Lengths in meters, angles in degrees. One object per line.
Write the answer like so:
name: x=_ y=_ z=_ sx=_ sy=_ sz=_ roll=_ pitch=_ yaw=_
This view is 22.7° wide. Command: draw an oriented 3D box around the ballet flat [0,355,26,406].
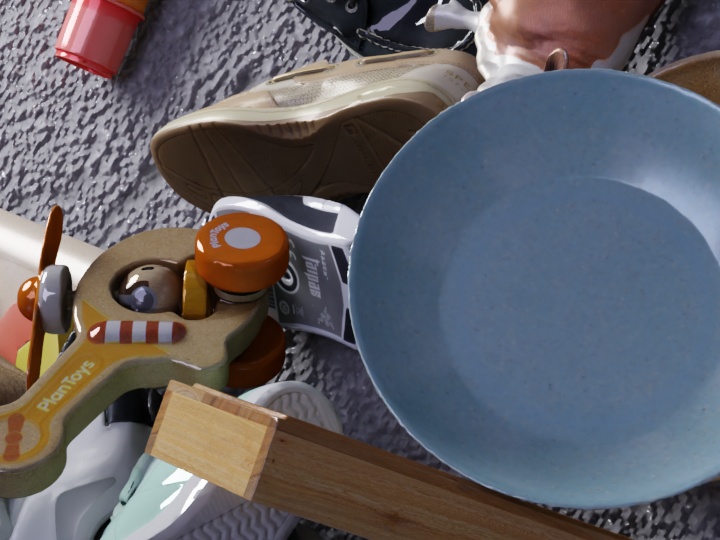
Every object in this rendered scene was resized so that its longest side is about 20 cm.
ballet flat: x=-0.254 y=0.049 z=1.009 sx=0.199 sy=0.072 sz=0.068 roll=32 pitch=96 yaw=37

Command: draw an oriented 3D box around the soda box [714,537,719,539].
soda box: x=0.099 y=0.170 z=0.692 sx=0.068 sy=0.199 sz=0.064 roll=45 pitch=139 yaw=35

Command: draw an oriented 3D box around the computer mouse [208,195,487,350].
computer mouse: x=0.000 y=0.000 z=0.897 sx=0.199 sy=0.044 sz=0.110 roll=19 pitch=127 yaw=42

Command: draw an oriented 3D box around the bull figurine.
bull figurine: x=0.099 y=-0.138 z=0.859 sx=0.121 sy=0.065 sz=0.200 roll=35 pitch=74 yaw=32

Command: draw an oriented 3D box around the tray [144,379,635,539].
tray: x=0.019 y=0.097 z=0.752 sx=0.098 sy=0.199 sz=0.037 roll=10 pitch=80 yaw=59

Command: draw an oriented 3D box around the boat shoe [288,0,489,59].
boat shoe: x=-0.006 y=-0.163 z=0.957 sx=0.075 sy=0.066 sz=0.199 roll=-53 pitch=54 yaw=6

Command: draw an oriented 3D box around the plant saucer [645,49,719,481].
plant saucer: x=0.160 y=0.000 z=0.800 sx=0.199 sy=0.035 sz=0.202 roll=-16 pitch=62 yaw=32

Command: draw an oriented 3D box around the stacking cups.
stacking cups: x=-0.124 y=-0.212 z=1.068 sx=0.060 sy=0.060 sz=0.201 roll=19 pitch=90 yaw=37

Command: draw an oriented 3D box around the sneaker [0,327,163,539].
sneaker: x=-0.129 y=0.089 z=0.932 sx=0.088 sy=0.074 sz=0.201 roll=22 pitch=61 yaw=-1

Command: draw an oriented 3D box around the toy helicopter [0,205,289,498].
toy helicopter: x=-0.128 y=0.036 z=0.867 sx=0.131 sy=0.079 sz=0.200 roll=20 pitch=41 yaw=20

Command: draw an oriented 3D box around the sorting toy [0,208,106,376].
sorting toy: x=-0.223 y=0.066 z=1.046 sx=0.184 sy=0.036 sz=0.201 roll=20 pitch=86 yaw=37

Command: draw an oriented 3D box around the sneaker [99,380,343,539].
sneaker: x=-0.095 y=0.140 z=0.811 sx=0.201 sy=0.074 sz=0.118 roll=-49 pitch=12 yaw=-30

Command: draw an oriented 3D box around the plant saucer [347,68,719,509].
plant saucer: x=0.095 y=0.010 z=0.762 sx=0.199 sy=0.039 sz=0.202 roll=-2 pitch=65 yaw=5

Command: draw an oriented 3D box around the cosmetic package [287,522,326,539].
cosmetic package: x=-0.043 y=0.228 z=0.811 sx=0.201 sy=0.106 sz=0.090 roll=-57 pitch=9 yaw=4

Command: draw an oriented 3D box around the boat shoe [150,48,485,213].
boat shoe: x=-0.022 y=-0.073 z=0.945 sx=0.199 sy=0.072 sz=0.065 roll=-4 pitch=38 yaw=35
